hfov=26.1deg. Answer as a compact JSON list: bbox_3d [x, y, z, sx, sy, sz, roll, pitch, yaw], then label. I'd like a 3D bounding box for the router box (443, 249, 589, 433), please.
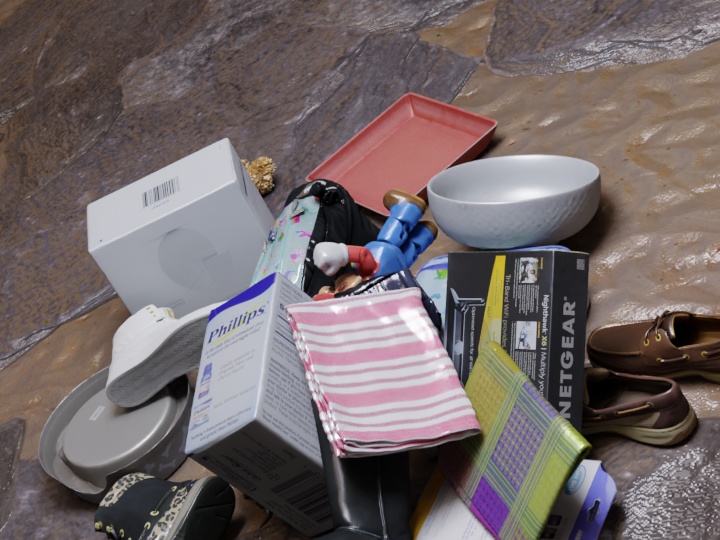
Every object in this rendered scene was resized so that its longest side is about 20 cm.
[{"bbox_3d":[0.151,0.080,1.548,0.157,0.052,0.200,1,87,53],"label":"router box"}]

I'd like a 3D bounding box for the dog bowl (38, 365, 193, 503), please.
[{"bbox_3d":[-0.278,0.190,1.833,0.200,0.059,0.200,-19,35,14],"label":"dog bowl"}]

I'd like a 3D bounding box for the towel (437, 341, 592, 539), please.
[{"bbox_3d":[0.139,0.168,1.463,0.200,0.023,0.144,49,121,56],"label":"towel"}]

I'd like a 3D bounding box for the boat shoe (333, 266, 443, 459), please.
[{"bbox_3d":[0.057,0.090,1.623,0.093,0.200,0.075,-30,-4,3],"label":"boat shoe"}]

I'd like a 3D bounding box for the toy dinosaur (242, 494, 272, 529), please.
[{"bbox_3d":[-0.126,0.198,1.677,0.077,0.102,0.200,-15,36,20],"label":"toy dinosaur"}]

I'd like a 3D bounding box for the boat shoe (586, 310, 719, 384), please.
[{"bbox_3d":[0.316,0.069,1.560,0.200,0.068,0.072,1,44,36],"label":"boat shoe"}]

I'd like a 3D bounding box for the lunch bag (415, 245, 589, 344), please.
[{"bbox_3d":[0.141,0.046,1.705,0.200,0.082,0.161,-3,39,31],"label":"lunch bag"}]

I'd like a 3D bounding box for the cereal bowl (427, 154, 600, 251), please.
[{"bbox_3d":[0.178,-0.069,1.795,0.200,0.083,0.200,-5,19,2],"label":"cereal bowl"}]

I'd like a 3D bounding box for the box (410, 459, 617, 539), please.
[{"bbox_3d":[0.150,0.233,1.494,0.200,0.041,0.119,2,45,34],"label":"box"}]

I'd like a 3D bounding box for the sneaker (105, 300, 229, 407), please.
[{"bbox_3d":[-0.214,0.067,1.819,0.200,0.074,0.116,-29,35,14],"label":"sneaker"}]

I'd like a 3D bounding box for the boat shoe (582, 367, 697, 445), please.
[{"bbox_3d":[0.233,0.123,1.545,0.200,0.072,0.072,7,48,40],"label":"boat shoe"}]

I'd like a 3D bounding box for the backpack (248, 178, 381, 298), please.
[{"bbox_3d":[-0.050,0.013,1.834,0.127,0.167,0.200,-21,39,40],"label":"backpack"}]

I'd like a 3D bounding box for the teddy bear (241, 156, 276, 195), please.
[{"bbox_3d":[-0.197,-0.093,2.133,0.200,0.067,0.145,-42,34,-20],"label":"teddy bear"}]

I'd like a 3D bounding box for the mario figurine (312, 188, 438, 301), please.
[{"bbox_3d":[0.000,0.000,1.745,0.200,0.123,0.106,-55,10,-32],"label":"mario figurine"}]

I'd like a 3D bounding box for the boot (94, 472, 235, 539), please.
[{"bbox_3d":[-0.236,0.302,1.657,0.154,0.073,0.204,1,49,47],"label":"boot"}]

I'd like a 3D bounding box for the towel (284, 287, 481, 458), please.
[{"bbox_3d":[0.020,0.094,1.521,0.146,0.030,0.200,-8,48,-17],"label":"towel"}]

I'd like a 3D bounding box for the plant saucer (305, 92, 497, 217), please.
[{"bbox_3d":[0.057,-0.145,2.047,0.200,0.037,0.200,-41,36,-18],"label":"plant saucer"}]

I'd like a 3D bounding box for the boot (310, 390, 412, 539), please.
[{"bbox_3d":[-0.025,0.208,1.476,0.066,0.165,0.200,-36,51,50],"label":"boot"}]

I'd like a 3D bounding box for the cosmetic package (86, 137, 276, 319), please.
[{"bbox_3d":[-0.203,-0.021,1.927,0.199,0.200,0.123,-25,32,5],"label":"cosmetic package"}]

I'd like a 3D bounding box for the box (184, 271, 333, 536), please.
[{"bbox_3d":[-0.070,0.139,1.612,0.105,0.184,0.200,-30,36,32],"label":"box"}]
